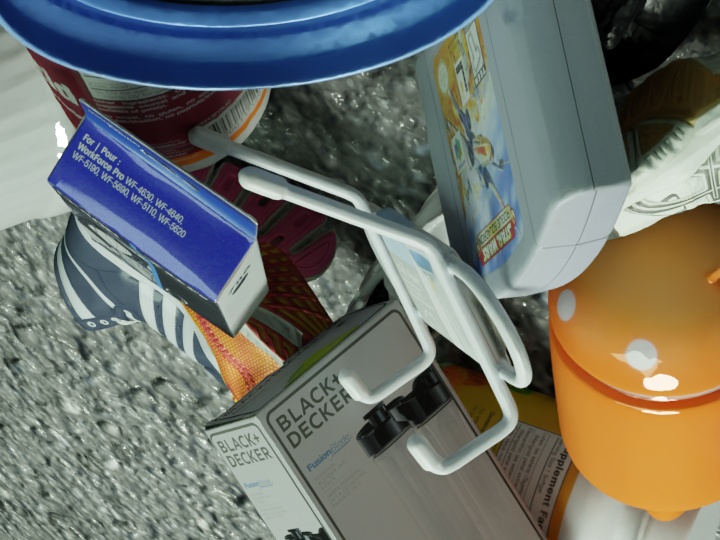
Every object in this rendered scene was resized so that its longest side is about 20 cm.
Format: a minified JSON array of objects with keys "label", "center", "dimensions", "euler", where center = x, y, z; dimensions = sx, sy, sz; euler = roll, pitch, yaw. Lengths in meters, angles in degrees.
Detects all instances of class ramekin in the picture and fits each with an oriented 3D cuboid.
[{"label":"ramekin","center":[-0.247,-0.107,0.950],"dimensions":[0.200,0.097,0.201],"euler":[37,142,36]}]

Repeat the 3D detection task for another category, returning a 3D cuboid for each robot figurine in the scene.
[{"label":"robot figurine","center":[0.151,0.041,0.838],"dimensions":[0.116,0.145,0.201],"euler":[-5,140,6]}]

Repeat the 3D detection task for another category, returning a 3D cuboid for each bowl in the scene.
[{"label":"bowl","center":[-0.041,-0.124,0.627],"dimensions":[0.199,0.040,0.201],"euler":[-5,163,-1]}]

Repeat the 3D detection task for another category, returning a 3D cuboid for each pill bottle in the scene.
[{"label":"pill bottle","center":[-0.109,-0.133,0.792],"dimensions":[0.114,0.115,0.200],"euler":[25,164,14]},{"label":"pill bottle","center":[0.110,0.133,1.008],"dimensions":[0.199,0.111,0.111],"euler":[18,146,24]}]

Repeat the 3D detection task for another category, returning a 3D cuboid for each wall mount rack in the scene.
[{"label":"wall mount rack","center":[0.000,0.000,0.792],"dimensions":[0.174,0.074,0.200],"euler":[62,171,-20]}]

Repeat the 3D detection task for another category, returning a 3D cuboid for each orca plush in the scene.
[{"label":"orca plush","center":[0.101,-0.121,0.700],"dimensions":[0.105,0.071,0.200],"euler":[34,149,-2]}]

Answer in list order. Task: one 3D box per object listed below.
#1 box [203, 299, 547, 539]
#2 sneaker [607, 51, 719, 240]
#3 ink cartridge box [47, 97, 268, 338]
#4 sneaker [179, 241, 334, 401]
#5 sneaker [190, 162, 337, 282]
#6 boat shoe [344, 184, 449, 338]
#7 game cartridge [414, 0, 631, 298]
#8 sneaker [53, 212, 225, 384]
[{"label":"box","center":[0.019,0.132,0.909],"dimensions":[0.060,0.116,0.201],"euler":[-20,104,56]},{"label":"sneaker","center":[0.169,-0.054,0.704],"dimensions":[0.087,0.076,0.200],"euler":[36,137,-17]},{"label":"ink cartridge box","center":[-0.095,-0.019,0.812],"dimensions":[0.099,0.039,0.200],"euler":[35,171,5]},{"label":"sneaker","center":[-0.033,0.071,0.972],"dimensions":[0.077,0.073,0.201],"euler":[-20,101,54]},{"label":"sneaker","center":[-0.114,-0.035,1.016],"dimensions":[0.199,0.074,0.088],"euler":[29,143,-1]},{"label":"boat shoe","center":[0.040,0.002,0.930],"dimensions":[0.072,0.069,0.200],"euler":[40,148,-11]},{"label":"game cartridge","center":[0.066,-0.058,0.737],"dimensions":[0.041,0.134,0.200],"euler":[-6,170,-9]},{"label":"sneaker","center":[-0.120,0.029,1.113],"dimensions":[0.200,0.070,0.108],"euler":[44,143,-4]}]
